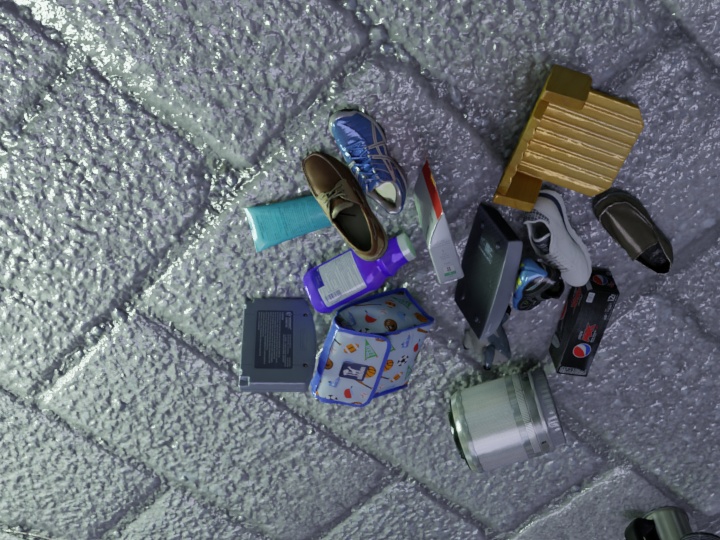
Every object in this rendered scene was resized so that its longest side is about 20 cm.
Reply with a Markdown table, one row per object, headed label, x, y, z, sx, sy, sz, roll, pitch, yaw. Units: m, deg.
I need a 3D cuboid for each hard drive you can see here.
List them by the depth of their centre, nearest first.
| label | x | y | z | sx | sy | sz | roll | pitch | yaw |
| --- | --- | --- | --- | --- | --- | --- | --- | --- | --- |
| hard drive | 0.218 | 0.003 | 1.662 | 0.042 | 0.135 | 0.202 | -1 | 124 | -20 |

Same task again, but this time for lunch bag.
| label | x | y | z | sx | sy | sz | roll | pitch | yaw |
| --- | --- | --- | --- | --- | --- | --- | --- | --- | --- |
| lunch bag | 0.013 | 0.141 | 1.707 | 0.198 | 0.124 | 0.171 | -10 | 132 | -39 |

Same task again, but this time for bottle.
| label | x | y | z | sx | sy | sz | roll | pitch | yaw |
| --- | --- | --- | --- | --- | --- | --- | --- | --- | --- |
| bottle | 0.000 | 0.000 | 1.676 | 0.199 | 0.065 | 0.084 | -28 | 81 | 15 |

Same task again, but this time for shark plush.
| label | x | y | z | sx | sy | sz | roll | pitch | yaw |
| --- | --- | --- | --- | --- | --- | --- | --- | --- | --- |
| shark plush | 0.239 | 0.085 | 1.786 | 0.082 | 0.091 | 0.203 | -13 | 108 | -19 |

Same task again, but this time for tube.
| label | x | y | z | sx | sy | sz | roll | pitch | yaw |
| --- | --- | --- | --- | --- | --- | --- | --- | --- | --- |
| tube | -0.092 | -0.092 | 1.624 | 0.198 | 0.050 | 0.078 | -15 | 96 | 9 |

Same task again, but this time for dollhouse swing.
| label | x | y | z | sx | sy | sz | roll | pitch | yaw |
| --- | --- | --- | --- | --- | --- | --- | --- | --- | --- |
| dollhouse swing | 0.333 | -0.183 | 1.519 | 0.174 | 0.182 | 0.201 | 26 | 122 | 3 |

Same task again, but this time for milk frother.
| label | x | y | z | sx | sy | sz | roll | pitch | yaw |
| --- | --- | --- | --- | --- | --- | --- | --- | --- | --- |
| milk frother | 0.690 | 0.582 | 2.075 | 0.180 | 0.189 | 0.200 | 34 | 117 | -26 |

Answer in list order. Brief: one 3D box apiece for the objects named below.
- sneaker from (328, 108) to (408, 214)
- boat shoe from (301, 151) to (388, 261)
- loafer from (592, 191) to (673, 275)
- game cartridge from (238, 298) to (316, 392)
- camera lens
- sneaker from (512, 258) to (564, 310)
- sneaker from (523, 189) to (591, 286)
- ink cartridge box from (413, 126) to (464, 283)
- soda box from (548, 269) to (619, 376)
| label | x | y | z | sx | sy | sz | roll | pitch | yaw |
| --- | --- | --- | --- | --- | --- | --- | --- | --- | --- |
| sneaker | 0.019 | -0.174 | 1.553 | 0.075 | 0.077 | 0.200 | -30 | 121 | 19 |
| boat shoe | -0.025 | -0.106 | 1.549 | 0.075 | 0.074 | 0.201 | -38 | 83 | 9 |
| loafer | 0.477 | -0.061 | 1.667 | 0.199 | 0.070 | 0.075 | 35 | 117 | -25 |
| game cartridge | -0.142 | 0.129 | 1.687 | 0.131 | 0.201 | 0.041 | -2 | 134 | -1 |
| camera lens | 0.276 | 0.287 | 1.852 | 0.198 | 0.161 | 0.161 | -18 | 125 | 10 |
| sneaker | 0.307 | 0.032 | 1.669 | 0.082 | 0.072 | 0.200 | 15 | 168 | 10 |
| sneaker | 0.330 | -0.039 | 1.655 | 0.076 | 0.081 | 0.201 | -11 | 125 | 39 |
| ink cartridge box | 0.109 | -0.104 | 1.558 | 0.050 | 0.162 | 0.201 | -19 | 125 | 6 |
| soda box | 0.406 | 0.096 | 1.776 | 0.062 | 0.071 | 0.202 | 6 | 126 | -9 |
